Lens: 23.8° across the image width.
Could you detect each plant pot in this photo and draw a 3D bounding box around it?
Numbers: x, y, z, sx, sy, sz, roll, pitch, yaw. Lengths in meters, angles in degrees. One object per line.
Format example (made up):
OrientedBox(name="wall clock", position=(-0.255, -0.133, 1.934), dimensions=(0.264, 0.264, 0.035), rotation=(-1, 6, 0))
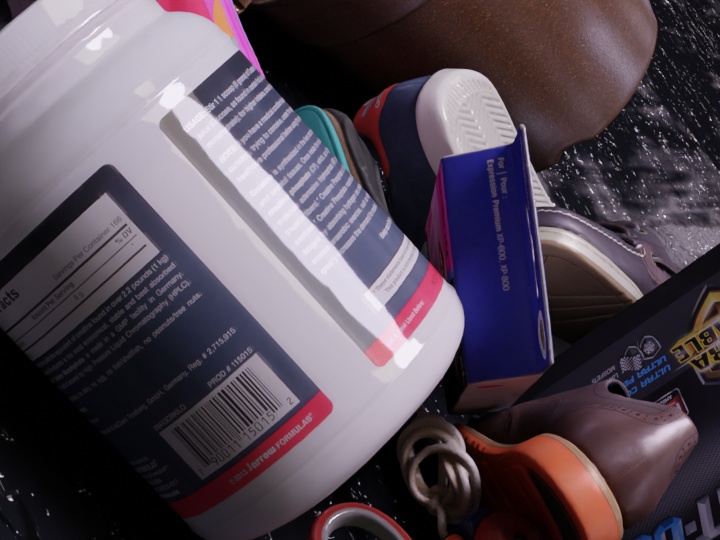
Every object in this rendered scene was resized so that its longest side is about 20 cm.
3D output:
OrientedBox(name="plant pot", position=(0.054, -0.167, 0.980), dimensions=(0.198, 0.200, 0.200), rotation=(42, 29, -33))

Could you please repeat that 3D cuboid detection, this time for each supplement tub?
OrientedBox(name="supplement tub", position=(-0.070, -0.008, 0.659), dimensions=(0.200, 0.140, 0.140), rotation=(48, 29, -7))

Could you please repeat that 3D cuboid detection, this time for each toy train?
OrientedBox(name="toy train", position=(0.014, 0.135, 0.697), dimensions=(0.116, 0.085, 0.200), rotation=(-6, 57, -38))

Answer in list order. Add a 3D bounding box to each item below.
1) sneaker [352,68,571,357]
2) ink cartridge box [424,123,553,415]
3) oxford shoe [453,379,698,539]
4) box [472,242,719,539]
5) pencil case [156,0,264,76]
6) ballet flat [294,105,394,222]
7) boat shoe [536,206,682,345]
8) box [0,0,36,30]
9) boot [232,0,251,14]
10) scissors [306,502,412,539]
OrientedBox(name="sneaker", position=(0.058, -0.017, 0.931), dimensions=(0.075, 0.084, 0.200), rotation=(-44, 120, -41))
OrientedBox(name="ink cartridge box", position=(0.053, 0.007, 0.738), dimensions=(0.200, 0.037, 0.095), rotation=(104, -19, -80))
OrientedBox(name="oxford shoe", position=(0.093, 0.087, 0.765), dimensions=(0.071, 0.072, 0.200), rotation=(59, -12, -5))
OrientedBox(name="box", position=(0.168, 0.107, 0.807), dimensions=(0.050, 0.200, 0.199), rotation=(18, 44, -46))
OrientedBox(name="pencil case", position=(-0.082, -0.089, 0.793), dimensions=(0.088, 0.088, 0.200), rotation=(2, 55, -54))
OrientedBox(name="ballet flat", position=(0.000, 0.000, 0.830), dimensions=(0.068, 0.068, 0.200), rotation=(43, 28, -40))
OrientedBox(name="boat shoe", position=(0.131, 0.005, 0.899), dimensions=(0.200, 0.072, 0.065), rotation=(34, 61, -49))
OrientedBox(name="box", position=(-0.203, -0.122, 0.705), dimensions=(0.200, 0.041, 0.119), rotation=(-2, 59, -53))
OrientedBox(name="boot", position=(-0.106, -0.223, 0.923), dimensions=(0.200, 0.075, 0.107), rotation=(61, 14, 1))
OrientedBox(name="scissors", position=(0.061, 0.146, 0.650), dimensions=(0.200, 0.014, 0.073), rotation=(21, 46, 3))
